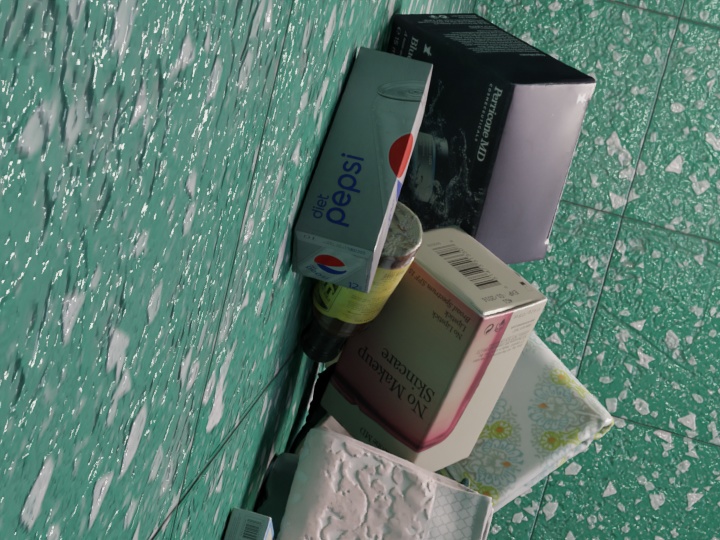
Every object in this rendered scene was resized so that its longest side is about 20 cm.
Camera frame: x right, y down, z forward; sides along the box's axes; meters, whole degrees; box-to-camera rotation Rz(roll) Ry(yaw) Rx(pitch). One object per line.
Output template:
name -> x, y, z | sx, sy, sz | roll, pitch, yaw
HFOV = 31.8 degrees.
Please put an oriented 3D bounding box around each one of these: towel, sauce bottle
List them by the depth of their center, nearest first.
towel -> 0.014, 0.263, 1.116 | 0.032, 0.189, 0.202 | 138, -29, -65
sauce bottle -> -0.007, 0.017, 1.128 | 0.201, 0.064, 0.065 | 120, -9, -49
towel -> 0.149, 0.162, 1.392 | 0.199, 0.171, 0.048 | -32, 149, -14

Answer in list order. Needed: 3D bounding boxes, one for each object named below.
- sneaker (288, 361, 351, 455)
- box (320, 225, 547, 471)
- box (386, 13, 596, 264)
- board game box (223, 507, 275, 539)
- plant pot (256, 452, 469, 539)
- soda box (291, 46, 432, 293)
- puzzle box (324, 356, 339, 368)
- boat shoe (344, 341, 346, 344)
sneaker -> -0.036, 0.183, 1.416 | 0.201, 0.075, 0.106 | -55, -164, -24
box -> 0.066, 0.078, 1.203 | 0.108, 0.128, 0.202 | -12, 134, -48
box -> 0.111, -0.137, 1.290 | 0.116, 0.200, 0.199 | -7, 122, -36
board game box -> -0.116, 0.312, 1.054 | 0.135, 0.034, 0.202 | 94, 11, -67
plant pot -> -0.008, 0.278, 1.257 | 0.200, 0.194, 0.203 | 16, 90, -85
soda box -> 0.003, -0.086, 1.035 | 0.064, 0.067, 0.202 | 98, 9, -57
puzzle box -> -0.004, 0.010, 1.532 | 0.133, 0.025, 0.202 | 96, 10, -65
boat shoe -> 0.000, 0.000, 1.249 | 0.201, 0.075, 0.074 | 100, 4, -54
